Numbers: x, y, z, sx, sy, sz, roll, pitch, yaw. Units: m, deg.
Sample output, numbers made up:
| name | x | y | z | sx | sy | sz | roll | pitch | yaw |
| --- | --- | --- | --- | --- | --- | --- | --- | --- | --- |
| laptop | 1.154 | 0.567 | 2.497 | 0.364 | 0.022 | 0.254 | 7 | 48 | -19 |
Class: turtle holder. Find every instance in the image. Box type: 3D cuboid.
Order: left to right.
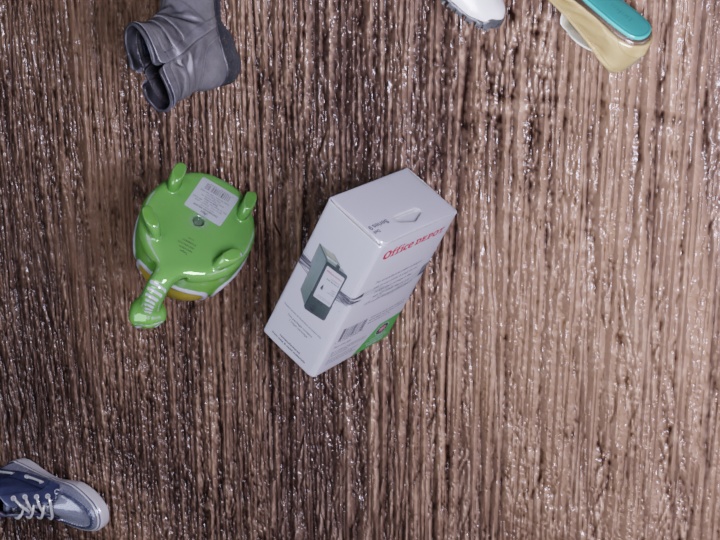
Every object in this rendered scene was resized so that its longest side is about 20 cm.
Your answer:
| name | x | y | z | sx | sy | sz | roll | pitch | yaw |
| --- | --- | --- | --- | --- | --- | --- | --- | --- | --- |
| turtle holder | -0.199 | -0.017 | 1.881 | 0.132 | 0.140 | 0.186 | 121 | 150 | -54 |

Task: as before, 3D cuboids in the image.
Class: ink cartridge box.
| name | x | y | z | sx | sy | sz | roll | pitch | yaw |
| --- | --- | --- | --- | --- | --- | --- | --- | --- | --- |
| ink cartridge box | 0.000 | 0.000 | 1.743 | 0.084 | 0.146 | 0.201 | 42 | 127 | 19 |

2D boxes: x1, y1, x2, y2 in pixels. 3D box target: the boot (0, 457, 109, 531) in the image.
| name | x | y | z | sx | sy | sz | roll | pitch | yaw |
| --- | --- | --- | --- | --- | --- | --- | --- | --- | --- |
| boot | -0.454 | 0.332 | 2.268 | 0.199 | 0.090 | 0.073 | 16 | 117 | 33 |

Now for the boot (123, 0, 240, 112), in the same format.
| name | x | y | z | sx | sy | sz | roll | pitch | yaw |
| --- | --- | --- | --- | --- | --- | --- | --- | --- | --- |
| boot | -0.217 | -0.288 | 1.808 | 0.070 | 0.131 | 0.201 | -21 | 94 | 42 |

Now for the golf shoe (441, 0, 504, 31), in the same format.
| name | x | y | z | sx | sy | sz | roll | pitch | yaw |
| --- | --- | --- | --- | --- | --- | --- | --- | --- | --- |
| golf shoe | 0.100 | -0.335 | 1.577 | 0.094 | 0.078 | 0.201 | -28 | 94 | 36 |

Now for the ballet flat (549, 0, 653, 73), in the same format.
| name | x | y | z | sx | sy | sz | roll | pitch | yaw |
| --- | --- | --- | --- | --- | --- | --- | --- | --- | --- |
| ballet flat | 0.194 | -0.267 | 1.539 | 0.200 | 0.068 | 0.063 | 49 | 144 | 13 |
